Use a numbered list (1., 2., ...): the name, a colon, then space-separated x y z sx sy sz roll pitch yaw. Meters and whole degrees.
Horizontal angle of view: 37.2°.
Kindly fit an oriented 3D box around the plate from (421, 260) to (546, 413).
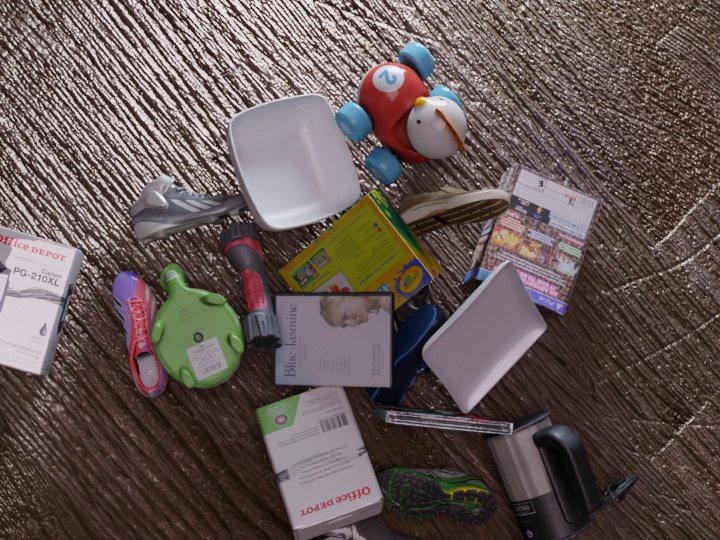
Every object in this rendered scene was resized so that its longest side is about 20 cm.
1. plate: 0.189 0.102 1.669 0.200 0.200 0.032 -46 48 -8

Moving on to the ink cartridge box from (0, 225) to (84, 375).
1. ink cartridge box: -0.525 0.045 1.646 0.142 0.084 0.204 16 82 -6

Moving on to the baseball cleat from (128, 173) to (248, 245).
1. baseball cleat: -0.271 -0.112 1.704 0.197 0.070 0.108 -18 87 -10

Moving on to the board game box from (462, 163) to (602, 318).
1. board game box: 0.281 -0.045 1.755 0.157 0.097 0.203 22 82 -5

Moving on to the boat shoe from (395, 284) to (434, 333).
1. boat shoe: 0.086 0.056 1.736 0.071 0.068 0.204 -16 90 -11

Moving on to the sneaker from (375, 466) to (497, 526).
1. sneaker: 0.114 0.351 1.701 0.197 0.085 0.079 15 105 -14

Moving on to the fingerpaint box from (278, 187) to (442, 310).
1. fingerpaint box: 0.000 0.000 1.686 0.199 0.073 0.168 -40 89 20

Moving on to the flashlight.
1. flashlight: -0.172 0.024 1.667 0.066 0.068 0.203 -13 61 0

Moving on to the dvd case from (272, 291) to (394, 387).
1. dvd case: -0.043 0.106 1.654 0.196 0.018 0.146 -1 88 18

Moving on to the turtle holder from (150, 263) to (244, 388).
1. turtle holder: -0.263 0.094 1.652 0.184 0.132 0.142 37 82 -2

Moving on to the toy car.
1. toy car: 0.097 -0.241 1.681 0.184 0.199 0.178 -44 118 -14

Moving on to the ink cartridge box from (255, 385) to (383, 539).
1. ink cartridge box: -0.064 0.294 1.648 0.143 0.084 0.202 -17 64 -9

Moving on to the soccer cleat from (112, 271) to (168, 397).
1. soccer cleat: -0.342 0.097 1.669 0.066 0.076 0.204 -13 86 -8

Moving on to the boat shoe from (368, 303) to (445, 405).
1. boat shoe: 0.083 0.133 1.698 0.068 0.201 0.085 22 37 -20

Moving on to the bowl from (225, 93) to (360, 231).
1. bowl: -0.116 -0.165 1.706 0.198 0.074 0.203 -20 87 -31

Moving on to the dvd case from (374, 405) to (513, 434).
1. dvd case: 0.127 0.233 1.682 0.196 0.146 0.022 8 86 -7

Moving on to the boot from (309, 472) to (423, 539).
1. boot: 0.018 0.383 1.695 0.196 0.070 0.134 10 77 -12

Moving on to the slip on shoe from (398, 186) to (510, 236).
1. slip on shoe: 0.147 -0.108 1.723 0.076 0.198 0.062 30 53 -46

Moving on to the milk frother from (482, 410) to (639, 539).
1. milk frother: 0.328 0.315 1.721 0.199 0.179 0.191 -18 86 -52
